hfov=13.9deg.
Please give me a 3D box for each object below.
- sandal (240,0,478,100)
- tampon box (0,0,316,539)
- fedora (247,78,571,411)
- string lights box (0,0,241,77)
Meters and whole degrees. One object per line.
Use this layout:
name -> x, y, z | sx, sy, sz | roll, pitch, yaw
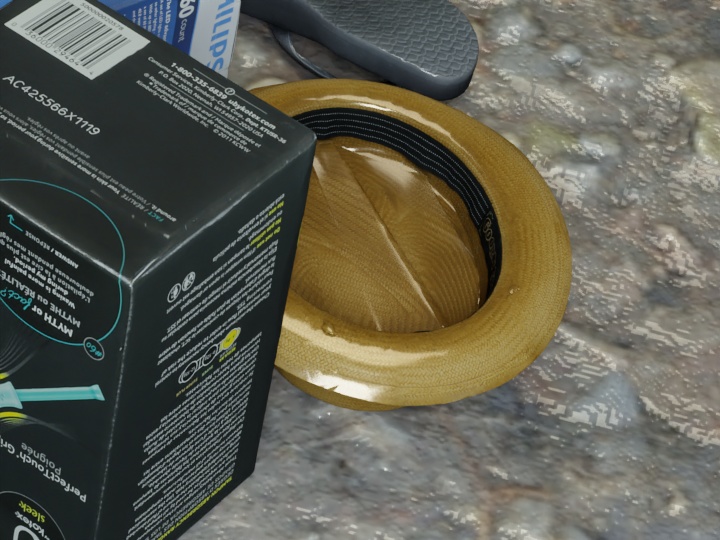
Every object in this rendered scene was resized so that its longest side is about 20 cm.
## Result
sandal -> -0.019, -0.132, 1.542 | 0.200, 0.043, 0.076 | 28, 37, 31
tampon box -> -0.123, 0.012, 1.235 | 0.150, 0.201, 0.126 | 32, 45, 20
fedora -> 0.000, 0.000, 1.365 | 0.199, 0.082, 0.201 | 7, 47, -8
string lights box -> -0.151, -0.097, 1.419 | 0.199, 0.103, 0.059 | -25, 55, -35
